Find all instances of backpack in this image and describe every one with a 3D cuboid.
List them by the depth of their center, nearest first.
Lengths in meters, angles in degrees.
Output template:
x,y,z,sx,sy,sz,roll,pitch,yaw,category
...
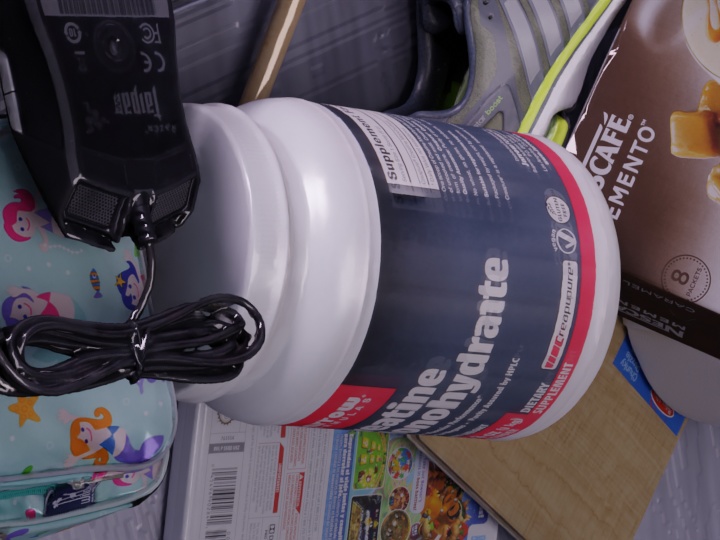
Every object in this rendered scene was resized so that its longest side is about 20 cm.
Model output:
x,y,z,sx,sy,sz,roll,pitch,yaw,category
-0.178,0.029,1.083,0.199,0.150,0.178,-9,82,-31,backpack

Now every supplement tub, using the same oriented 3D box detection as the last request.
x,y,z,sx,sy,sz,roll,pitch,yaw,category
0.000,0.000,1.212,0.199,0.140,0.141,6,97,-36,supplement tub

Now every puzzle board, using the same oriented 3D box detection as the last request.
x,y,z,sx,sy,sz,roll,pitch,yaw,category
0.103,0.062,1.404,0.200,0.017,0.151,45,65,-46,puzzle board

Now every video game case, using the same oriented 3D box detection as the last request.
x,y,z,sx,sy,sz,roll,pitch,yaw,category
-0.004,0.071,1.330,0.200,0.018,0.144,0,100,-41,video game case

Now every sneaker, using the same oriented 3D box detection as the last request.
x,y,z,sx,sy,sz,roll,pitch,yaw,category
0.075,-0.131,1.317,0.081,0.074,0.201,25,81,-36,sneaker

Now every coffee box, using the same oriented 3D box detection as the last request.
x,y,z,sx,sy,sz,roll,pitch,yaw,category
0.169,-0.073,1.330,0.080,0.114,0.200,78,37,-74,coffee box

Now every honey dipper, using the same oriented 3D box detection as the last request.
x,y,z,sx,sy,sz,roll,pitch,yaw,category
-0.024,-0.133,1.252,0.038,0.038,0.201,21,88,-41,honey dipper

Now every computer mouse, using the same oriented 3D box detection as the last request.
x,y,z,sx,sy,sz,roll,pitch,yaw,category
-0.119,-0.044,1.030,0.140,0.046,0.201,-12,85,-46,computer mouse

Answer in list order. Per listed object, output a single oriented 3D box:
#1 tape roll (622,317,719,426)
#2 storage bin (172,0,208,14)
x,y,z,sx,sy,sz,roll,pitch,yaw,category
0.222,-0.012,1.455,0.202,0.071,0.203,-15,110,-45,tape roll
-0.131,-0.195,1.101,0.135,0.094,0.201,-27,119,-33,storage bin
